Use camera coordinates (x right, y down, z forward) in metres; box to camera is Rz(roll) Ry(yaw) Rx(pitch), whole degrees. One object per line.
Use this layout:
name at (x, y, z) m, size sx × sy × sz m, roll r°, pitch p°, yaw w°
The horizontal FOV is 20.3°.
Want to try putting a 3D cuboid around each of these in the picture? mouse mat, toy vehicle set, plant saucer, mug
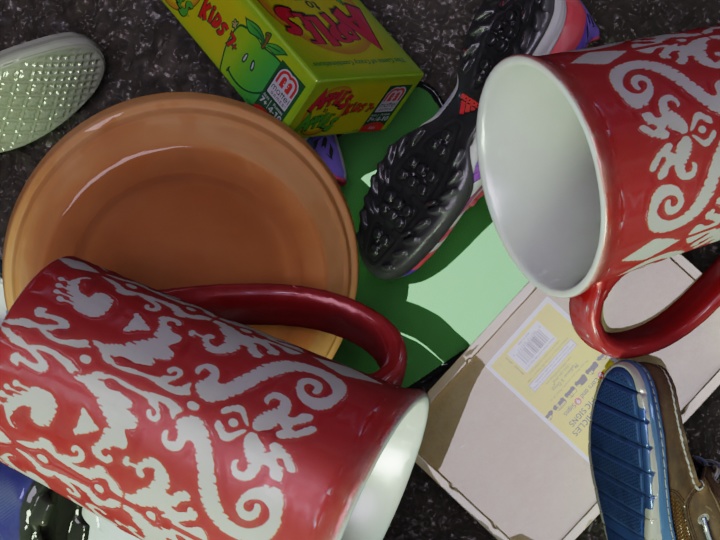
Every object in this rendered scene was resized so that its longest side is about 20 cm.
mouse mat at (0.000, 0.000, 1.238) m, size 0.199 × 0.008 × 0.162 m, roll -33°, pitch 83°, yaw 8°
toy vehicle set at (0.128, 0.068, 1.200) m, size 0.124 × 0.027 × 0.200 m, roll 43°, pitch 95°, yaw 5°
plant saucer at (-0.097, 0.004, 1.107) m, size 0.198 × 0.037 × 0.202 m, roll -2°, pitch 108°, yaw -7°
mug at (0.178, -0.060, 1.132) m, size 0.199 × 0.178 × 0.134 m, roll -16°, pitch 54°, yaw -23°
mug at (-0.077, 0.078, 1.031) m, size 0.199 × 0.177 × 0.134 m, roll 23°, pitch 107°, yaw 11°

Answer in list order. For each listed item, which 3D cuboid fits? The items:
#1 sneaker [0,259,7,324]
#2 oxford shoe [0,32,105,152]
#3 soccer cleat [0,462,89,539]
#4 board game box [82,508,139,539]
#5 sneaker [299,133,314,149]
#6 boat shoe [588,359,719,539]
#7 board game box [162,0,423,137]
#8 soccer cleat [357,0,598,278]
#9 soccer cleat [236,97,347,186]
sneaker at (-0.194, 0.056, 1.237) m, size 0.199 × 0.074 × 0.087 m, roll 32°, pitch 98°, yaw 10°
oxford shoe at (-0.253, -0.101, 1.257) m, size 0.199 × 0.075 × 0.058 m, roll -27°, pitch 48°, yaw 6°
soccer cleat at (-0.211, 0.186, 1.204) m, size 0.083 × 0.065 × 0.201 m, roll 30°, pitch 120°, yaw 30°
board game box at (-0.121, 0.145, 1.211) m, size 0.198 × 0.026 × 0.202 m, roll 0°, pitch 109°, yaw 9°
sneaker at (-0.091, 0.012, 1.165) m, size 0.198 × 0.081 × 0.116 m, roll -29°, pitch 101°, yaw 2°
boat shoe at (0.181, 0.140, 1.162) m, size 0.072 × 0.072 × 0.202 m, roll -15°, pitch 111°, yaw -19°
board game box at (-0.063, -0.164, 1.179) m, size 0.200 × 0.101 × 0.048 m, roll 50°, pitch 122°, yaw 22°
soccer cleat at (0.072, -0.077, 1.190) m, size 0.068 × 0.073 × 0.201 m, roll 38°, pitch 102°, yaw 41°
soccer cleat at (-0.102, -0.036, 1.222) m, size 0.199 × 0.068 × 0.073 m, roll -33°, pitch 75°, yaw 5°
